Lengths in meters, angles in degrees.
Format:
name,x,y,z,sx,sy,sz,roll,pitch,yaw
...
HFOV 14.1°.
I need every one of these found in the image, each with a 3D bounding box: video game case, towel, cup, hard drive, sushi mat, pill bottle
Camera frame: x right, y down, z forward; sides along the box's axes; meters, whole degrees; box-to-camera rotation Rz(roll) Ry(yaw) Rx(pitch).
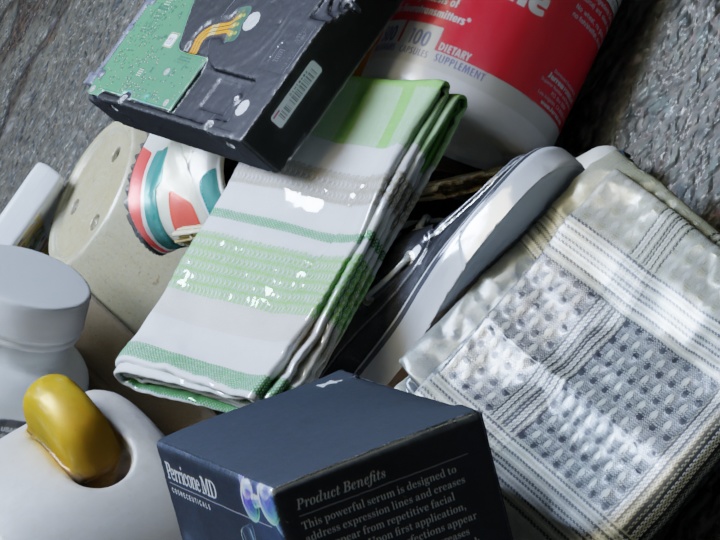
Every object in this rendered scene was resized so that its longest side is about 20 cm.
name,x,y,z,sx,sy,sz,roll,pitch,yaw
video game case,-0.249,0.039,1.882,0.200,0.023,0.182,-56,-7,-13
towel,-0.041,-0.019,1.511,0.149,0.031,0.200,11,67,50
cup,-0.109,-0.019,1.815,0.200,0.143,0.200,-46,30,36
towel,0.102,0.049,1.362,0.193,0.035,0.200,-49,38,2
hard drive,-0.063,-0.131,1.599,0.140,0.038,0.200,-56,32,-10
sushi mat,-0.002,-0.036,1.575,0.200,0.096,0.012,-9,94,42
pill bottle,-0.225,0.091,1.727,0.111,0.111,0.200,-115,40,-61
pill bottle,0.089,-0.162,1.590,0.112,0.112,0.200,2,64,64

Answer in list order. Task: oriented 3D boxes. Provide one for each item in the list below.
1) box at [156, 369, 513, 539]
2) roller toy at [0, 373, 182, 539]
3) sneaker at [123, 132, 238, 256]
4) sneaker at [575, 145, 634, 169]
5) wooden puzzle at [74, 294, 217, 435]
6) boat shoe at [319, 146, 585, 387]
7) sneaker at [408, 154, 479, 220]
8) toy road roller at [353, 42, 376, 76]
name,x,y,z,sx,sy,sz,roll,pitch,yaw
box,0.003,0.162,1.327,0.148,0.107,0.200,11,118,66
roller toy,-0.146,0.165,1.632,0.140,0.200,0.182,-31,-7,-18
sneaker,-0.072,-0.103,1.710,0.093,0.070,0.200,-1,66,33
sneaker,0.069,-0.006,1.532,0.200,0.072,0.072,-39,32,40
wooden puzzle,-0.178,0.124,1.798,0.200,0.185,0.037,-50,-8,26
boat shoe,0.037,0.003,1.485,0.068,0.072,0.200,51,121,27
sneaker,0.000,0.000,1.664,0.200,0.077,0.082,-52,33,25
toy road roller,0.021,-0.161,1.727,0.123,0.146,0.200,136,126,-77
